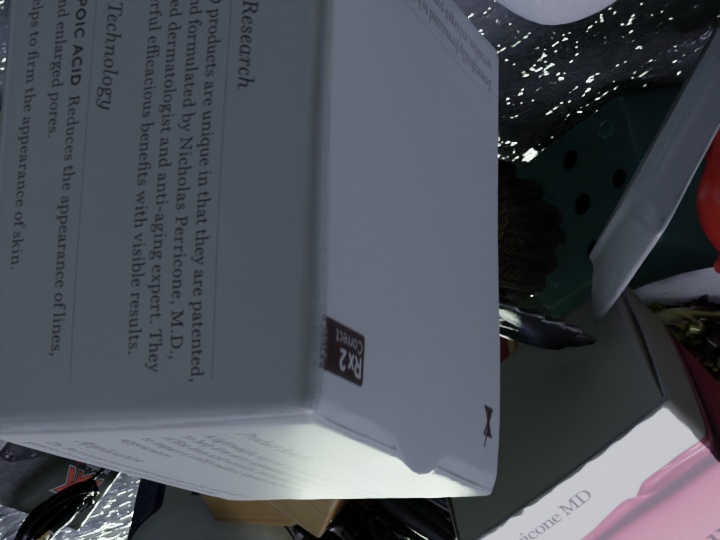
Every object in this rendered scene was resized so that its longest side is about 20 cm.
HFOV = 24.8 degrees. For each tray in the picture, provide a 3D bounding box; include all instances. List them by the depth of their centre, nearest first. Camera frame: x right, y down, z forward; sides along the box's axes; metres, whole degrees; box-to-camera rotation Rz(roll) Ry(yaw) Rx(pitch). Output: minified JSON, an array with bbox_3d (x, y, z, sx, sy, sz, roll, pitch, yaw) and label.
[{"bbox_3d":[0.158,-0.076,0.771,0.200,0.022,0.107,-58,173,-24],"label":"tray"}]

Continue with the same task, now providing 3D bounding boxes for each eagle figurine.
[{"bbox_3d":[0.003,0.003,0.819,0.199,0.152,0.151,-22,159,14],"label":"eagle figurine"}]

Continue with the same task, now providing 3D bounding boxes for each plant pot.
[{"bbox_3d":[0.195,-0.020,0.938,0.199,0.142,0.141,12,146,-38],"label":"plant pot"}]

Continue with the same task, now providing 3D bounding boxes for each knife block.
[{"bbox_3d":[-0.021,0.084,0.894,0.175,0.201,0.064,-5,-149,38],"label":"knife block"}]

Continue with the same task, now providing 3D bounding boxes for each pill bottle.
[{"bbox_3d":[-0.090,0.175,1.017,0.110,0.111,0.200,-19,-162,4],"label":"pill bottle"}]

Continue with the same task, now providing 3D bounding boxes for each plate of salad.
[{"bbox_3d":[0.202,0.056,0.893,0.199,0.048,0.200,-2,147,-1],"label":"plate of salad"}]

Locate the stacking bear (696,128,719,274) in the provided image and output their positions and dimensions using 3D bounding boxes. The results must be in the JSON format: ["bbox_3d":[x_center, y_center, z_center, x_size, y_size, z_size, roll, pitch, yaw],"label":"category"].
[{"bbox_3d":[0.247,-0.071,0.792,0.200,0.114,0.122,-34,162,-11],"label":"stacking bear"}]

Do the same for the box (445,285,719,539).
[{"bbox_3d":[0.149,0.126,0.826,0.128,0.109,0.200,-39,117,17],"label":"box"}]

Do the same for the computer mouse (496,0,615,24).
[{"bbox_3d":[0.071,-0.141,0.663,0.109,0.044,0.200,-27,157,21],"label":"computer mouse"}]

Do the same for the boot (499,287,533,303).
[{"bbox_3d":[0.022,0.020,1.004,0.199,0.070,0.174,-21,168,29],"label":"boot"}]

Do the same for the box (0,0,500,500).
[{"bbox_3d":[-0.034,-0.020,0.635,0.130,0.201,0.199,-4,164,21],"label":"box"}]

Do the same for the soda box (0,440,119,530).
[{"bbox_3d":[-0.212,0.098,0.982,0.071,0.063,0.200,-54,158,-4],"label":"soda box"}]

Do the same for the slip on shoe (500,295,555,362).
[{"bbox_3d":[0.100,0.099,0.974,0.074,0.200,0.061,27,126,-17],"label":"slip on shoe"}]

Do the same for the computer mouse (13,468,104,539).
[{"bbox_3d":[-0.137,0.113,1.015,0.200,0.034,0.059,-45,168,-35],"label":"computer mouse"}]
